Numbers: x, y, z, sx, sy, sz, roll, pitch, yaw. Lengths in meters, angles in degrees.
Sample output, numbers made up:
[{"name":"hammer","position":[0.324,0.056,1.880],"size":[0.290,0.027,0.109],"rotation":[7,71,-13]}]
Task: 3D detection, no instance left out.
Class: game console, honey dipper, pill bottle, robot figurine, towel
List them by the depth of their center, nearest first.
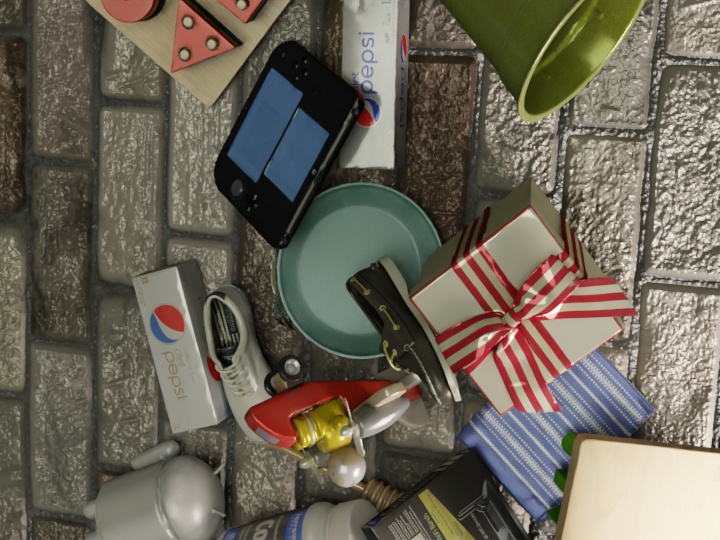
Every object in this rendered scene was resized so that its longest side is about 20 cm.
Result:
[{"name":"game console","position":[-0.089,-0.150,1.320],"size":[0.177,0.031,0.202],"rotation":[46,112,45]},{"name":"towel","position":[0.225,0.178,1.330],"size":[0.145,0.024,0.200],"rotation":[45,106,8]},{"name":"pill bottle","position":[-0.071,0.346,1.381],"size":[0.197,0.113,0.116],"rotation":[-21,92,25]},{"name":"honey dipper","position":[-0.039,0.246,1.409],"size":[0.197,0.038,0.039],"rotation":[26,104,14]},{"name":"robot figurine","position":[-0.253,0.302,1.441],"size":[0.197,0.113,0.172],"rotation":[-20,63,19]}]

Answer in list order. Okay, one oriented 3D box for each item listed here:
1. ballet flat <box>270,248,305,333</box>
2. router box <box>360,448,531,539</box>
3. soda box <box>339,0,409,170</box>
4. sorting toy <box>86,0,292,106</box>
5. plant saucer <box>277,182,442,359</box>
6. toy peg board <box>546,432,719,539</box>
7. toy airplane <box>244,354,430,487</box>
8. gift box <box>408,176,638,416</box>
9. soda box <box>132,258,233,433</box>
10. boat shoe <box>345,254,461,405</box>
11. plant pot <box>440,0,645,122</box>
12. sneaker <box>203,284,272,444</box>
[{"name":"ballet flat","position":[-0.086,-0.026,1.372],"size":[0.073,0.074,0.204],"rotation":[-1,94,17]},{"name":"router box","position":[0.119,0.336,1.323],"size":[0.156,0.052,0.202],"rotation":[-32,87,-19]},{"name":"soda box","position":[0.017,-0.219,1.310],"size":[0.067,0.063,0.204],"rotation":[3,99,15]},{"name":"sorting toy","position":[-0.199,-0.329,1.336],"size":[0.199,0.070,0.199],"rotation":[40,107,-5]},{"name":"plant saucer","position":[0.000,0.000,1.333],"size":[0.196,0.036,0.204],"rotation":[0,91,-7]},{"name":"toy peg board","position":[0.299,0.276,1.278],"size":[0.195,0.098,0.204],"rotation":[7,100,-14]},{"name":"toy airplane","position":[-0.009,0.175,1.304],"size":[0.196,0.200,0.144],"rotation":[-14,68,21]},{"name":"gift box","position":[0.181,0.032,1.222],"size":[0.184,0.187,0.200],"rotation":[-42,94,18]},{"name":"soda box","position":[-0.219,0.094,1.427],"size":[0.067,0.064,0.204],"rotation":[-13,93,18]},{"name":"boat shoe","position":[0.046,0.072,1.245],"size":[0.060,0.072,0.203],"rotation":[-25,51,-5]},{"name":"plant pot","position":[0.171,-0.296,1.205],"size":[0.190,0.199,0.201],"rotation":[45,108,20]},{"name":"sneaker","position":[-0.152,0.119,1.399],"size":[0.072,0.071,0.203],"rotation":[-20,88,19]}]
